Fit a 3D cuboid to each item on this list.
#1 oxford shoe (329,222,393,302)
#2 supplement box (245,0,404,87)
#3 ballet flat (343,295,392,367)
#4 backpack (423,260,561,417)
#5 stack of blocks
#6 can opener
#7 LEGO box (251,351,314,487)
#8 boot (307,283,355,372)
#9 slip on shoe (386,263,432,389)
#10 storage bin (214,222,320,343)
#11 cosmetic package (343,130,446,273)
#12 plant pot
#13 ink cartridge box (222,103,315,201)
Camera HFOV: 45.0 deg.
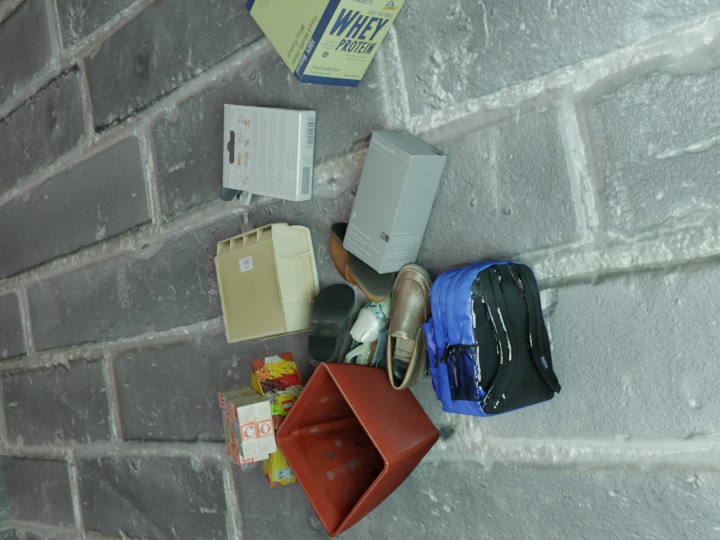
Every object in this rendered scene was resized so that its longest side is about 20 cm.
[{"bbox_3d":[0.000,0.000,1.463,0.201,0.070,0.072,-123,38,-49],"label":"oxford shoe"},{"bbox_3d":[-0.057,-0.447,1.426,0.201,0.133,0.201,55,130,27],"label":"supplement box"},{"bbox_3d":[0.008,0.129,1.479,0.074,0.073,0.204,28,115,41],"label":"ballet flat"},{"bbox_3d":[0.168,0.091,1.235,0.166,0.160,0.205,-4,93,50],"label":"backpack"},{"bbox_3d":[-0.200,0.278,1.533,0.200,0.057,0.118,179,81,-72],"label":"stack of blocks"},{"bbox_3d":[-0.214,-0.217,1.679,0.053,0.066,0.203,40,118,36],"label":"can opener"},{"bbox_3d":[-0.147,0.274,1.589,0.202,0.076,0.150,100,152,-47],"label":"LEGO box"},{"bbox_3d":[-0.057,0.144,1.531,0.068,0.202,0.176,11,140,9],"label":"boot"},{"bbox_3d":[0.074,0.093,1.393,0.075,0.060,0.204,15,108,23],"label":"slip on shoe"},{"bbox_3d":[-0.177,0.027,1.646,0.198,0.093,0.203,-14,85,47],"label":"storage bin"},{"bbox_3d":[0.053,-0.111,1.388,0.106,0.089,0.204,35,122,41],"label":"cosmetic package"},{"bbox_3d":[0.009,0.274,1.418,0.201,0.174,0.201,54,130,28],"label":"plant pot"},{"bbox_3d":[-0.173,-0.223,1.623,0.197,0.050,0.165,13,105,38],"label":"ink cartridge box"}]
